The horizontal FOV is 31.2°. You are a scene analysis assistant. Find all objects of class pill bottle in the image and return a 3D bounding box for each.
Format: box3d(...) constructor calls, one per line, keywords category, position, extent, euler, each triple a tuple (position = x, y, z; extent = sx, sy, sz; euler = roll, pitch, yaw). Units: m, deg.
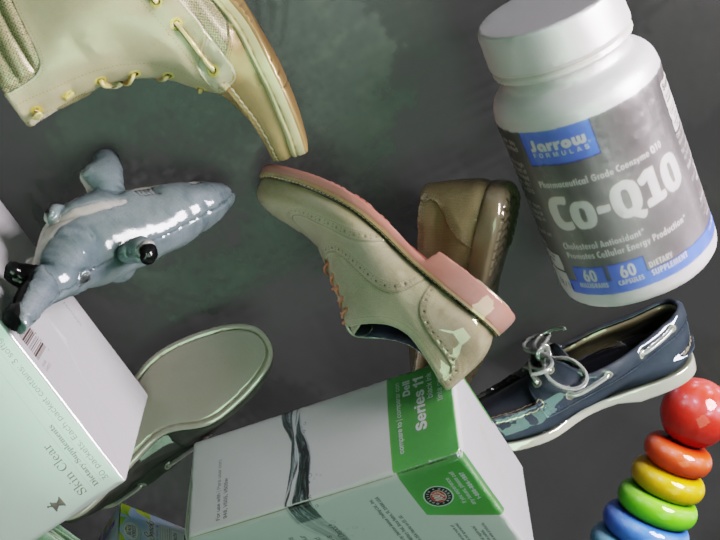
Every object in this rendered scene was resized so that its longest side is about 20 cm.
box3d(category="pill bottle", position=(0.156, -0.086, 0.859), extent=(0.114, 0.114, 0.200), euler=(-26, 114, 0))

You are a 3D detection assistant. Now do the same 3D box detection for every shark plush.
box3d(category="shark plush", position=(-0.156, -0.022, 0.795), extent=(0.083, 0.200, 0.091), euler=(5, 102, 21))

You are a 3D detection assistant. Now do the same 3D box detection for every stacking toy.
box3d(category="stacking toy", position=(0.231, 0.176, 1.008), extent=(0.085, 0.085, 0.200), euler=(16, 101, -17))

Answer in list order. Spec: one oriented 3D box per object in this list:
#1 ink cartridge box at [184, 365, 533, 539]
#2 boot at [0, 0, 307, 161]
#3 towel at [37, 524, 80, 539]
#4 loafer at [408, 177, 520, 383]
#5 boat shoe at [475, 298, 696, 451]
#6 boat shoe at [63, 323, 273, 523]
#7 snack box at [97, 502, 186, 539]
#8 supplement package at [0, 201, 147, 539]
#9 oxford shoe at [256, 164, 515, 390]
box3d(category="ink cartridge box", position=(0.000, 0.159, 0.886), extent=(0.200, 0.083, 0.147), euler=(-19, 134, 16))
box3d(category="boot", position=(-0.137, -0.126, 0.808), extent=(0.155, 0.073, 0.200), euler=(-32, 112, 2))
box3d(category="towel", position=(-0.274, 0.254, 0.929), extent=(0.152, 0.023, 0.200), euler=(33, 106, 10))
box3d(category="loafer", position=(0.060, 0.019, 0.910), extent=(0.067, 0.076, 0.200), euler=(22, 118, 17))
box3d(category="boat shoe", position=(0.153, 0.077, 0.946), extent=(0.200, 0.075, 0.062), euler=(-18, 116, -5))
box3d(category="boat shoe", position=(-0.144, 0.106, 0.919), extent=(0.200, 0.057, 0.067), euler=(-38, 78, 2))
box3d(category="snack box", position=(-0.132, 0.290, 0.982), extent=(0.200, 0.068, 0.169), euler=(27, 107, -20))
box3d(category="supplement package", position=(-0.240, 0.055, 0.799), extent=(0.111, 0.156, 0.200), euler=(-34, 103, 5))
box3d(category="oxford shoe", position=(0.000, 0.000, 0.837), extent=(0.074, 0.200, 0.071), euler=(-54, 157, -4))
